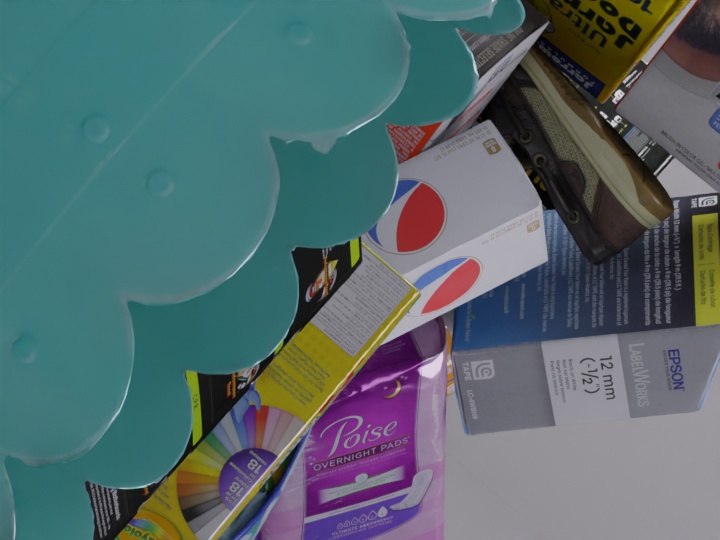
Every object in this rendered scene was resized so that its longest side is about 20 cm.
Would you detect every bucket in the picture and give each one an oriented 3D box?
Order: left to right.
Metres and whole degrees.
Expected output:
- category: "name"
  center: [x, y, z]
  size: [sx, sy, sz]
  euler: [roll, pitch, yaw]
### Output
- category: "bucket"
  center: [-0.071, -0.035, 0.673]
  size: [0.207, 0.135, 0.207]
  euler: [-50, 176, -4]

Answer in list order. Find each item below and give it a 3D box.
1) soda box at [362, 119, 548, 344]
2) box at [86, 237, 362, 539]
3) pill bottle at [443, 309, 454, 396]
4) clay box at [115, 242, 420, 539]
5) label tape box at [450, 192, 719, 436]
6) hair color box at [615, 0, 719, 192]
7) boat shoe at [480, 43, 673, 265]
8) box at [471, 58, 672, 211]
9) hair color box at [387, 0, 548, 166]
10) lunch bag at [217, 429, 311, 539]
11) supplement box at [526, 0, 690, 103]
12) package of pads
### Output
- category: "soda box"
  center: [0.000, 0.000, 1.579]
  size: [0.200, 0.064, 0.068]
  euler: [-27, 153, -8]
- category: "box"
  center: [-0.074, -0.008, 1.067]
  size: [0.193, 0.047, 0.200]
  euler: [-51, 156, -27]
- category: "pill bottle"
  center: [-0.032, 0.062, 1.788]
  size: [0.200, 0.112, 0.112]
  euler: [-31, 176, 1]
- category: "clay box"
  center: [-0.077, 0.051, 1.450]
  size: [0.200, 0.115, 0.048]
  euler: [-49, 176, 0]
- category: "label tape box"
  center: [0.156, 0.021, 1.686]
  size: [0.143, 0.199, 0.066]
  euler: [-82, 165, -57]
- category: "hair color box"
  center: [0.244, -0.134, 1.624]
  size: [0.200, 0.111, 0.064]
  euler: [-54, 175, 33]
- category: "boat shoe"
  center: [0.098, -0.085, 1.686]
  size: [0.065, 0.200, 0.073]
  euler: [-43, 145, 7]
- category: "box"
  center: [0.119, -0.103, 1.837]
  size: [0.049, 0.160, 0.200]
  euler: [-54, 175, 31]
- category: "hair color box"
  center: [0.012, -0.073, 1.651]
  size: [0.200, 0.064, 0.111]
  euler: [-52, 174, 37]
- category: "lunch bag"
  center: [-0.122, 0.139, 1.552]
  size: [0.200, 0.128, 0.170]
  euler: [-27, 166, -25]
- category: "supplement box"
  center: [0.151, -0.199, 1.678]
  size: [0.110, 0.109, 0.200]
  euler: [-49, 175, -19]
- category: "package of pads"
  center: [-0.012, 0.099, 1.691]
  size: [0.120, 0.076, 0.200]
  euler: [-17, 139, -15]
